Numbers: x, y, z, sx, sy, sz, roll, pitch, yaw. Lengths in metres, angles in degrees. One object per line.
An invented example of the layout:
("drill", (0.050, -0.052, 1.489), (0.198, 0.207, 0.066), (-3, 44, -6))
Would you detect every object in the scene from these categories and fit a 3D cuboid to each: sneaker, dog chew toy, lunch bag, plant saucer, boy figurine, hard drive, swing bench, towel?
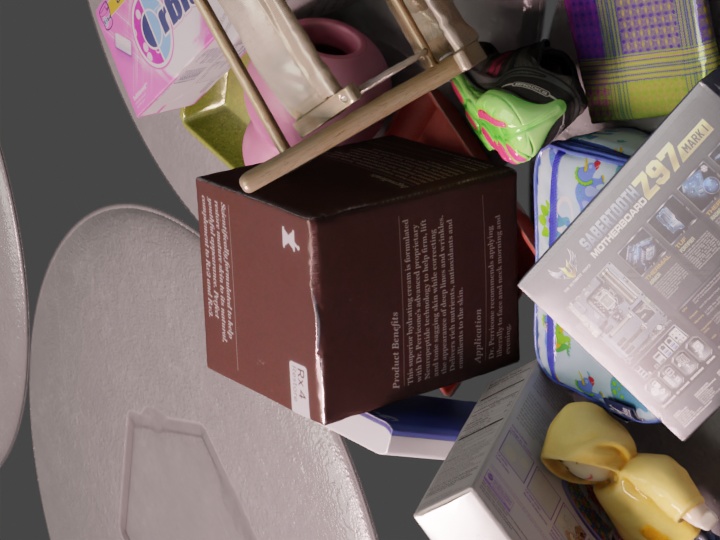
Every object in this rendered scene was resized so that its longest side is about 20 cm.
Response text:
("sneaker", (0.121, -0.133, 1.435), (0.077, 0.084, 0.200), (63, 178, -23))
("dog chew toy", (-0.045, -0.112, 1.626), (0.125, 0.124, 0.200), (46, 137, 37))
("lunch bag", (0.193, 0.003, 1.390), (0.161, 0.082, 0.200), (28, 124, 52))
("plant saucer", (0.073, -0.029, 1.595), (0.200, 0.037, 0.200), (59, 143, 24))
("plant saucer", (-0.089, -0.181, 1.765), (0.200, 0.048, 0.200), (42, 135, 40))
("boy figurine", (0.213, 0.176, 1.374), (0.200, 0.064, 0.124), (47, 158, -4))
("hard drive", (0.060, 0.124, 1.528), (0.132, 0.200, 0.025), (21, 99, 51))
("swing bench", (-0.036, -0.194, 1.381), (0.200, 0.130, 0.199), (-29, 94, 15))
("towel", (0.195, -0.208, 1.354), (0.144, 0.023, 0.200), (-1, 102, 56))

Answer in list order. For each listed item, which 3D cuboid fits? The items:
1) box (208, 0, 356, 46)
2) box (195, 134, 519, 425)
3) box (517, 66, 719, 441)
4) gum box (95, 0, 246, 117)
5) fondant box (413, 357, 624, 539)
("box", (-0.073, -0.322, 1.565), (0.200, 0.131, 0.199), (65, 159, 9))
("box", (0.000, 0.000, 1.501), (0.164, 0.200, 0.166), (22, 119, 51))
("box", (0.224, -0.009, 1.264), (0.158, 0.051, 0.200), (43, 119, 7))
("gum box", (-0.160, -0.234, 1.743), (0.200, 0.066, 0.114), (-34, 76, 55))
("fondant box", (0.129, 0.174, 1.408), (0.058, 0.200, 0.144), (-30, 101, 31))
